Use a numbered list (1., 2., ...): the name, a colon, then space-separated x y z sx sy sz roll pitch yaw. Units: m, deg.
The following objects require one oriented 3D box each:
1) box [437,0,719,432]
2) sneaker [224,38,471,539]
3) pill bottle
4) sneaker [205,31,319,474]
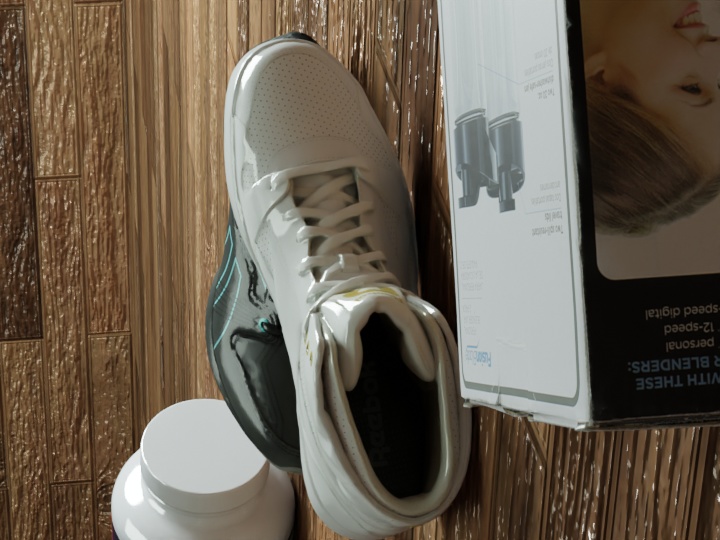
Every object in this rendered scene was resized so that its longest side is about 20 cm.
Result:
1. box: 0.054 -0.070 0.458 0.117 0.060 0.202 168 99 -81
2. sneaker: 0.000 0.000 0.816 0.116 0.073 0.202 145 112 -77
3. pill bottle: -0.097 0.176 1.334 0.113 0.111 0.201 -104 13 -47
4. sneaker: -0.031 -0.010 0.974 0.079 0.075 0.202 156 110 -78
